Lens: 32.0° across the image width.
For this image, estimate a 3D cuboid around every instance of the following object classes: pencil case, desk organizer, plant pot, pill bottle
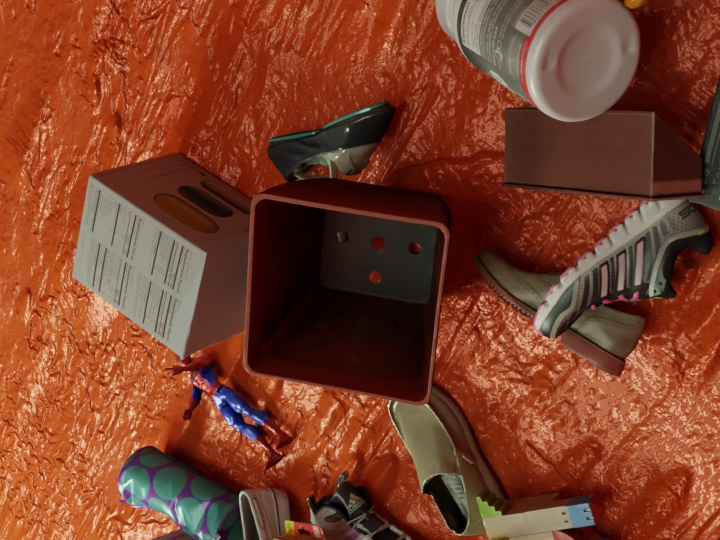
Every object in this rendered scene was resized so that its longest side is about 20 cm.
[{"bbox_3d":[-0.238,0.318,1.717,0.200,0.085,0.093,24,93,31],"label":"pencil case"},{"bbox_3d":[0.221,-0.111,1.167,0.200,0.072,0.077,12,105,55],"label":"desk organizer"},{"bbox_3d":[0.000,0.000,1.330,0.199,0.176,0.200,9,113,10],"label":"plant pot"},{"bbox_3d":[0.155,-0.222,1.151,0.200,0.114,0.114,-132,44,-53],"label":"pill bottle"}]

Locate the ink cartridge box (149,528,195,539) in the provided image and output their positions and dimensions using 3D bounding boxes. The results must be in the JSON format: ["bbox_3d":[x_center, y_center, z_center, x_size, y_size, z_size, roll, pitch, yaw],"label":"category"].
[{"bbox_3d":[-0.236,0.440,1.692,0.200,0.145,0.084,26,120,45],"label":"ink cartridge box"}]

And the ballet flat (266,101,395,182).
[{"bbox_3d":[-0.027,-0.135,1.401,0.200,0.073,0.073,-11,98,47],"label":"ballet flat"}]

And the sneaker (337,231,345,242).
[{"bbox_3d":[-0.076,0.003,1.459,0.073,0.112,0.201,11,112,35],"label":"sneaker"}]

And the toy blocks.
[{"bbox_3d":[0.222,0.319,1.355,0.136,0.100,0.201,-15,95,30],"label":"toy blocks"}]

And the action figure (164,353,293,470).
[{"bbox_3d":[-0.189,0.177,1.625,0.200,0.099,0.065,44,126,21],"label":"action figure"}]

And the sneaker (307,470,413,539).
[{"bbox_3d":[0.007,0.309,1.523,0.200,0.078,0.140,-5,103,39],"label":"sneaker"}]

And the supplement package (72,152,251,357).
[{"bbox_3d":[-0.221,-0.024,1.539,0.200,0.152,0.151,32,123,26],"label":"supplement package"}]

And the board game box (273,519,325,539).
[{"bbox_3d":[-0.057,0.402,1.506,0.095,0.030,0.201,-11,88,58],"label":"board game box"}]

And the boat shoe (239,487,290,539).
[{"bbox_3d":[-0.123,0.374,1.600,0.072,0.066,0.201,-38,50,54],"label":"boat shoe"}]

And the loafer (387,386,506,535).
[{"bbox_3d":[0.093,0.214,1.426,0.200,0.068,0.076,55,130,10],"label":"loafer"}]

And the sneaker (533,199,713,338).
[{"bbox_3d":[0.254,0.007,1.195,0.200,0.074,0.087,-44,82,12],"label":"sneaker"}]

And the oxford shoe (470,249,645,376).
[{"bbox_3d":[0.203,0.026,1.288,0.200,0.070,0.075,36,99,25],"label":"oxford shoe"}]

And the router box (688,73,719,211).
[{"bbox_3d":[0.382,-0.132,1.076,0.150,0.062,0.201,24,119,32],"label":"router box"}]

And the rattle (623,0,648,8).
[{"bbox_3d":[0.220,-0.332,1.092,0.130,0.143,0.201,-7,107,58],"label":"rattle"}]
